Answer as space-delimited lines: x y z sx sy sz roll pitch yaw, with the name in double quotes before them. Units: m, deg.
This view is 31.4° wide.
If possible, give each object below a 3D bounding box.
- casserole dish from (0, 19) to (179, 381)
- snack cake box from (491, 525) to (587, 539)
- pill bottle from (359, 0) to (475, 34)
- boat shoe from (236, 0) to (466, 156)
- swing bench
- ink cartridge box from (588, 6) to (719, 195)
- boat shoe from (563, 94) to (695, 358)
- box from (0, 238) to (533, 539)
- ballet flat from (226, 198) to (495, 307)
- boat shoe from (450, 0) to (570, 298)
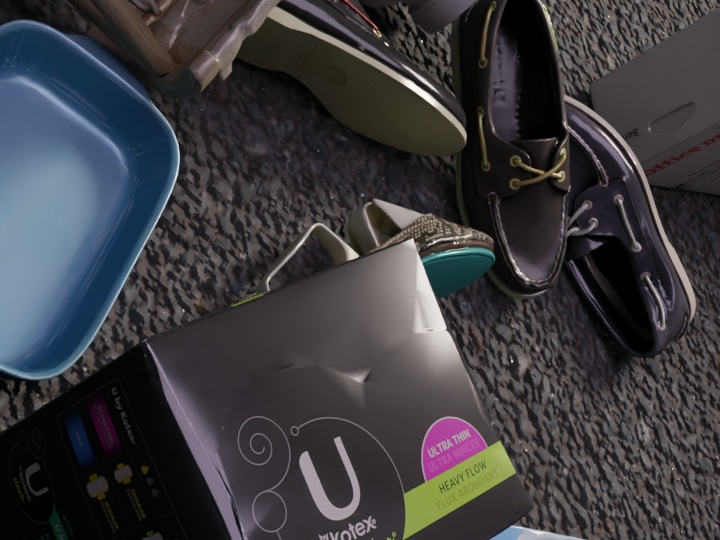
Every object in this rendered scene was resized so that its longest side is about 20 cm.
"casserole dish" -0.165 -0.032 0.623 0.121 0.039 0.201 38 50 -21
"snack cake box" 0.086 0.245 0.684 0.114 0.067 0.202 18 59 -35
"pill bottle" 0.003 -0.250 0.821 0.200 0.112 0.113 44 48 -15
"boat shoe" -0.012 -0.136 0.779 0.200 0.073 0.064 29 61 -22
"swing bench" -0.095 -0.225 0.666 0.200 0.130 0.199 46 76 -15
"ink cartridge box" 0.298 -0.125 0.990 0.199 0.145 0.085 4 68 -40
"boat shoe" 0.164 -0.030 0.882 0.201 0.072 0.063 58 42 -9
"box" -0.060 0.092 0.539 0.148 0.199 0.125 -21 83 -44
"ballet flat" 0.000 0.000 0.737 0.199 0.068 0.075 -28 73 -42
"boat shoe" 0.101 -0.083 0.829 0.071 0.061 0.204 -9 90 -18
